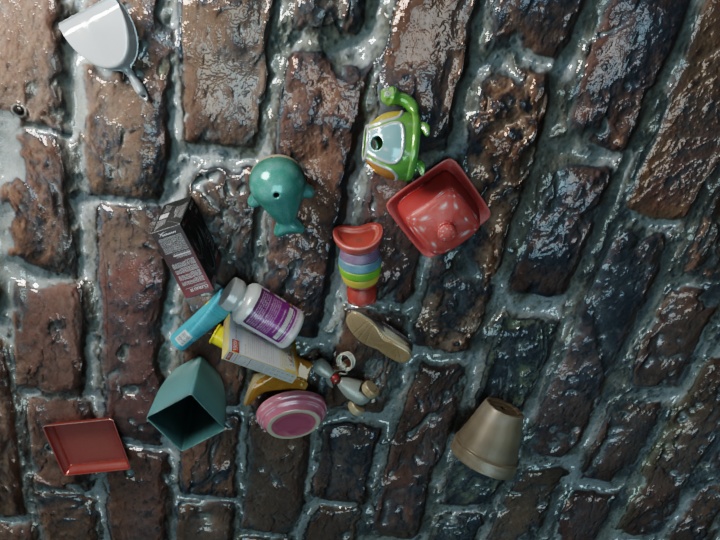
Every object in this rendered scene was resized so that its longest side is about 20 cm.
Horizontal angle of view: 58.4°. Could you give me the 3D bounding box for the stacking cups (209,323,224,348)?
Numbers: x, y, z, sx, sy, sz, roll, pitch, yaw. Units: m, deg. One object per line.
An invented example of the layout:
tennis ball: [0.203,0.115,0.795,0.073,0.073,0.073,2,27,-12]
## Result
stacking cups: [-0.292,0.211,1.672,0.199,0.061,0.061,30,116,-2]

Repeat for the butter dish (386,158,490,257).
butter dish: [0.190,-0.118,1.493,0.199,0.148,0.200,-34,117,16]

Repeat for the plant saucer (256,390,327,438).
plant saucer: [-0.189,0.411,1.801,0.199,0.051,0.201,-9,138,-8]

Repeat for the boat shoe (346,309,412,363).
boat shoe: [0.053,0.166,1.700,0.199,0.065,0.072,33,124,-1]

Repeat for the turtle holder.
turtle holder: [0.075,-0.288,1.388,0.131,0.141,0.187,5,121,-6]

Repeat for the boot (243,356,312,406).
boot: [-0.223,0.312,1.760,0.143,0.071,0.202,24,111,-14]

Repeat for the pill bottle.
pill bottle: [-0.249,0.101,1.611,0.199,0.113,0.112,34,113,-22]

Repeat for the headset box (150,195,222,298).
headset box: [-0.393,-0.046,1.491,0.077,0.149,0.201,-17,120,7]

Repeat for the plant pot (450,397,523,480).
plant pot: [0.382,0.469,1.846,0.199,0.200,0.175,18,102,-14]

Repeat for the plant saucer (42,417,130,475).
plant saucer: [-0.779,0.499,1.851,0.198,0.037,0.201,-6,121,-2]

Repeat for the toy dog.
toy dog: [-0.035,0.300,1.773,0.131,0.096,0.201,-28,104,15]

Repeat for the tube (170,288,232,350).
tube: [-0.401,0.128,1.656,0.200,0.051,0.077,-38,132,12]

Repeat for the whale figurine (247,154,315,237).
whale figurine: [-0.181,-0.159,1.466,0.158,0.104,0.201,-8,121,0]

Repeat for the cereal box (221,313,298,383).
cereal box: [-0.254,0.198,1.638,0.199,0.144,0.040,25,118,-24]

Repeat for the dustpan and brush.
dustpan and brush: [-0.497,-0.436,1.316,0.139,0.057,0.201,-22,113,10]

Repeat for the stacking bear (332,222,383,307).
stacking bear: [0.000,0.000,1.576,0.120,0.114,0.201,-4,125,-1]

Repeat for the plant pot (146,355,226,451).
plant pot: [-0.439,0.330,1.680,0.141,0.200,0.142,-29,118,12]
